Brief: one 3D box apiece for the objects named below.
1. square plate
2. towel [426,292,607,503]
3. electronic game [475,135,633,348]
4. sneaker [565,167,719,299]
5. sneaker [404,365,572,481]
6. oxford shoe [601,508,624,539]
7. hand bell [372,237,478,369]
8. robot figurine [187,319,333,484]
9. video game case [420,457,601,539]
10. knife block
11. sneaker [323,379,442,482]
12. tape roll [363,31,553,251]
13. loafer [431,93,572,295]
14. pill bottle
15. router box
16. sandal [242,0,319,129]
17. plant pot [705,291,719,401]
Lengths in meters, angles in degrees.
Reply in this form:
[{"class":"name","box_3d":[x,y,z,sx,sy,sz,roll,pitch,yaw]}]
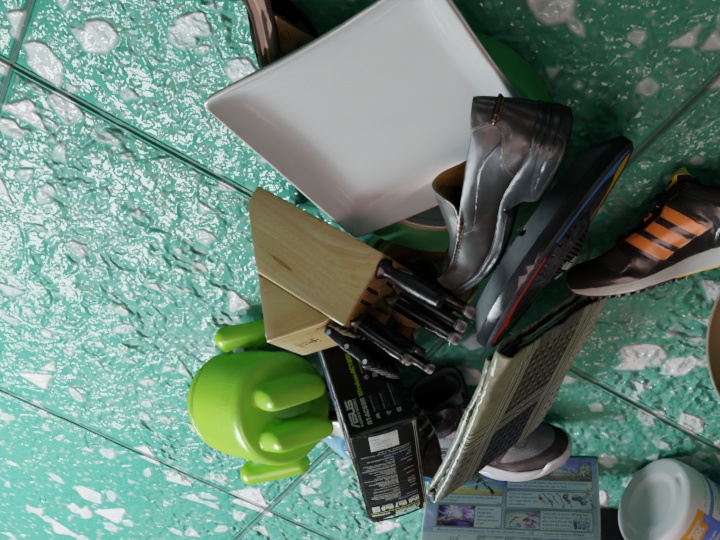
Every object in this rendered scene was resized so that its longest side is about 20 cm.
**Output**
[{"class":"square plate","box_3d":[0.019,-0.116,0.680,0.200,0.029,0.198,-22,139,28]},{"class":"towel","box_3d":[0.146,0.109,0.841,0.035,0.192,0.200,39,129,26]},{"class":"electronic game","box_3d":[0.156,-0.021,0.720,0.042,0.200,0.200,36,135,13]},{"class":"sneaker","box_3d":[0.266,-0.038,0.766,0.200,0.070,0.090,-17,92,26]},{"class":"sneaker","box_3d":[0.130,0.166,0.976,0.199,0.076,0.114,3,136,14]},{"class":"oxford shoe","box_3d":[0.341,0.350,1.107,0.200,0.071,0.071,16,139,-3]},{"class":"hand bell","box_3d":[0.049,0.051,0.898,0.104,0.104,0.200,13,146,1]},{"class":"robot figurine","box_3d":[-0.112,0.144,0.958,0.200,0.116,0.176,-5,99,55]},{"class":"video game case","box_3d":[0.171,0.298,1.018,0.199,0.182,0.046,-2,133,15]},{"class":"knife block","box_3d":[0.000,0.000,0.773,0.175,0.200,0.064,-20,156,21]},{"class":"sneaker","box_3d":[0.020,0.183,0.983,0.200,0.078,0.090,18,148,48]},{"class":"tape roll","box_3d":[0.064,-0.105,0.757,0.200,0.048,0.201,7,134,7]},{"class":"loafer","box_3d":[0.089,-0.058,0.686,0.072,0.073,0.200,19,136,-3]},{"class":"pill bottle","box_3d":[0.403,0.307,1.021,0.200,0.112,0.112,32,131,-16]},{"class":"router box","box_3d":[0.002,0.116,0.863,0.062,0.200,0.150,-16,136,-5]},{"class":"sandal","box_3d":[-0.060,-0.191,0.701,0.054,0.082,0.200,-15,123,-3]},{"class":"plant pot","box_3d":[0.419,0.073,0.765,0.200,0.201,0.134,-27,152,32]}]
